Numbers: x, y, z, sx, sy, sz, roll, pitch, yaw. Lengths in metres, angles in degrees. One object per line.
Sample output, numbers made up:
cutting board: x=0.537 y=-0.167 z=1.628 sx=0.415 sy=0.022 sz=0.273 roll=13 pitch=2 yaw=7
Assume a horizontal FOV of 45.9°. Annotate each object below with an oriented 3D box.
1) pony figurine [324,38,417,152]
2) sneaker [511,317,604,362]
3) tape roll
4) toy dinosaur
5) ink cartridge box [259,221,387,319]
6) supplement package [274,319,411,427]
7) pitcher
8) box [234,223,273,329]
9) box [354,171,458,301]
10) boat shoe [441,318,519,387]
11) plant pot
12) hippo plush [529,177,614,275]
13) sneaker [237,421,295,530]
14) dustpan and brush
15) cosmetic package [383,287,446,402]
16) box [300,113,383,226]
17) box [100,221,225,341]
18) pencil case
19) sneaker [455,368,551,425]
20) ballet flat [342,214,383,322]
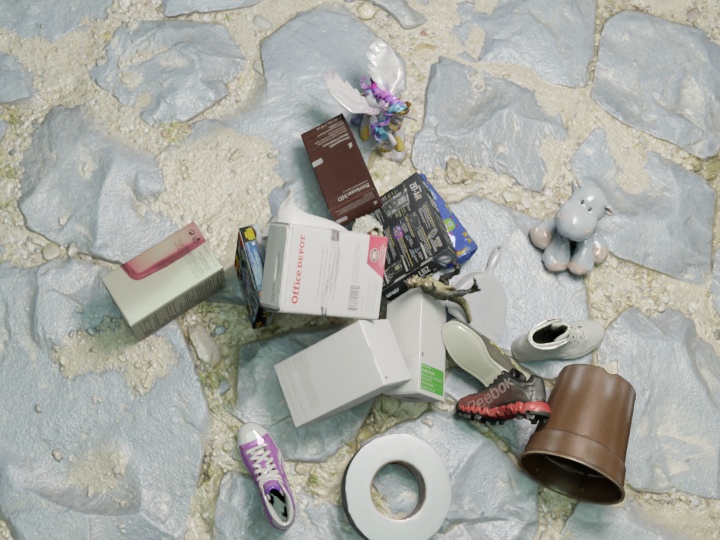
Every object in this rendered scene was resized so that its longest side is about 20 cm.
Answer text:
pony figurine: x=0.033 y=-0.332 z=1.693 sx=0.166 sy=0.200 sz=0.194 roll=-40 pitch=82 yaw=-16
sneaker: x=0.403 y=0.130 z=1.655 sx=0.196 sy=0.116 sz=0.075 roll=-12 pitch=73 yaw=-13
tape roll: x=0.065 y=0.402 z=1.552 sx=0.196 sy=0.066 sz=0.204 roll=2 pitch=73 yaw=-8
toy dinosaur: x=0.167 y=0.032 z=1.562 sx=0.198 sy=0.088 sz=0.048 roll=29 pitch=36 yaw=-35
ink cartridge box: x=-0.063 y=0.002 z=1.450 sx=0.197 sy=0.084 sz=0.149 roll=7 pitch=91 yaw=-33
supplement package: x=-0.031 y=0.183 z=1.526 sx=0.198 sy=0.119 sz=0.123 roll=-28 pitch=76 yaw=24
pitcher: x=-0.103 y=-0.035 z=1.635 sx=0.199 sy=0.172 sz=0.122 roll=36 pitch=38 yaw=-13
box: x=-0.193 y=0.015 z=1.558 sx=0.039 sy=0.200 sz=0.139 roll=-14 pitch=75 yaw=-15
box: x=0.081 y=-0.066 z=1.614 sx=0.159 sy=0.043 sz=0.202 roll=-33 pitch=51 yaw=16
boat shoe: x=0.233 y=0.164 z=1.631 sx=0.202 sy=0.072 sz=0.060 roll=45 pitch=28 yaw=-8
plant pot: x=0.415 y=0.297 z=1.576 sx=0.198 sy=0.201 sz=0.200 roll=26 pitch=64 yaw=0
hippo plush: x=0.452 y=-0.092 z=1.702 sx=0.159 sy=0.161 sz=0.200 roll=43 pitch=73 yaw=6
sneaker: x=-0.162 y=0.358 z=1.509 sx=0.072 sy=0.114 sz=0.203 roll=-24 pitch=77 yaw=-12
dustpan and brush: x=0.250 y=0.031 z=1.694 sx=0.139 sy=0.057 sz=0.202 roll=35 pitch=72 yaw=-18
cosmetic package: x=0.103 y=0.139 z=1.602 sx=0.084 sy=0.107 sz=0.204 roll=-7 pitch=72 yaw=33
box: x=-0.039 y=-0.198 z=1.670 sx=0.099 sy=0.075 sz=0.202 roll=-26 pitch=61 yaw=6
box: x=-0.360 y=0.021 z=1.572 sx=0.198 sy=0.128 sz=0.110 roll=-33 pitch=80 yaw=-16
pencil case: x=0.149 y=-0.097 z=1.704 sx=0.086 sy=0.078 sz=0.201 roll=-33 pitch=81 yaw=-23
sneaker: x=0.264 y=0.234 z=1.580 sx=0.070 sy=0.198 sz=0.100 roll=23 pitch=65 yaw=-43
ballet flat: x=0.000 y=0.000 z=1.559 sx=0.070 sy=0.072 sz=0.204 roll=10 pitch=95 yaw=-5
